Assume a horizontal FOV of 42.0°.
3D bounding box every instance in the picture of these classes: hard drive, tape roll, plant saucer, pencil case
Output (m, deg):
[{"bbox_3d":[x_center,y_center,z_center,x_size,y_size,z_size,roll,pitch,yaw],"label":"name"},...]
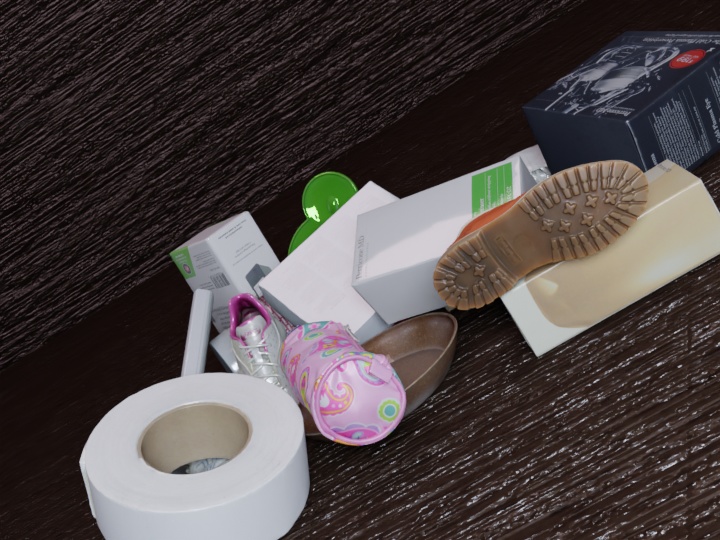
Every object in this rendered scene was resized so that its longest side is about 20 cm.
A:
[{"bbox_3d":[-0.199,0.138,1.105,0.201,0.026,0.132,-92,12,-49],"label":"hard drive"},{"bbox_3d":[-0.148,0.178,0.862,0.201,0.071,0.203,-3,29,2],"label":"tape roll"},{"bbox_3d":[0.021,0.116,0.961,0.200,0.037,0.200,-32,12,8],"label":"plant saucer"},{"bbox_3d":[-0.021,0.097,0.865,0.087,0.088,0.200,-35,12,-6],"label":"pencil case"}]

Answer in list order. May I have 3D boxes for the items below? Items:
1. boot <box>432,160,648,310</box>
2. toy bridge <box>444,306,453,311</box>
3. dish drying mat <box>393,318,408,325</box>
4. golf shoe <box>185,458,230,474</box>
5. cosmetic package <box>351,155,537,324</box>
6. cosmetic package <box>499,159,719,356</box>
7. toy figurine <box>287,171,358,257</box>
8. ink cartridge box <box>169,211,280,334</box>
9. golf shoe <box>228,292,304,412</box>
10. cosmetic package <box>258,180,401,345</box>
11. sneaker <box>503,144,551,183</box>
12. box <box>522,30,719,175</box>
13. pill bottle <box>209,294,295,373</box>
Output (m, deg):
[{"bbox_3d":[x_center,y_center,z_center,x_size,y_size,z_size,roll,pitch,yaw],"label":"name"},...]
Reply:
[{"bbox_3d":[0.158,-0.047,0.828,0.199,0.075,0.107,-28,12,25],"label":"boot"},{"bbox_3d":[0.111,0.003,1.173,0.067,0.027,0.200,-33,14,0],"label":"toy bridge"},{"bbox_3d":[-0.030,0.115,1.127,0.200,0.018,0.077,-35,14,-9],"label":"dish drying mat"},{"bbox_3d":[-0.137,0.215,0.958,0.097,0.079,0.200,-5,21,12],"label":"golf shoe"},{"bbox_3d":[0.096,-0.029,0.998,0.199,0.085,0.108,-19,47,25],"label":"cosmetic package"},{"bbox_3d":[0.223,-0.014,0.860,0.199,0.071,0.105,-32,14,9],"label":"cosmetic package"},{"bbox_3d":[-0.015,-0.049,1.371,0.149,0.201,0.184,-8,7,13],"label":"toy figurine"},{"bbox_3d":[-0.174,0.028,1.388,0.084,0.201,0.145,-38,14,-32],"label":"ink cartridge box"},{"bbox_3d":[-0.111,0.108,1.049,0.075,0.092,0.200,-24,45,-2],"label":"golf shoe"},{"bbox_3d":[0.000,0.000,1.127,0.200,0.052,0.151,-43,51,-16],"label":"cosmetic package"},{"bbox_3d":[0.261,-0.143,1.238,0.200,0.074,0.115,-38,10,-23],"label":"sneaker"},{"bbox_3d":[0.327,-0.189,1.094,0.182,0.104,0.200,-37,26,-13],"label":"box"},{"bbox_3d":[-0.086,0.072,1.203,0.200,0.114,0.114,-36,13,-14],"label":"pill bottle"}]
